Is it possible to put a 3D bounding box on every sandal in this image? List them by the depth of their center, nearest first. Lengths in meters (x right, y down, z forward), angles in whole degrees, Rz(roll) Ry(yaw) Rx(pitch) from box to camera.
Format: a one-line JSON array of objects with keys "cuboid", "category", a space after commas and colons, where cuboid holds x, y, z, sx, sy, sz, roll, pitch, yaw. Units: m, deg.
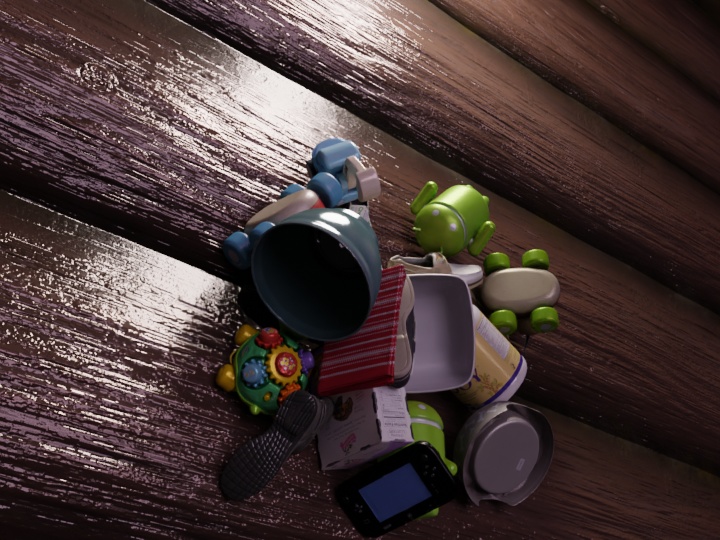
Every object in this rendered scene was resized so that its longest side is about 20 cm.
[{"cuboid": [0.238, 0.091, 1.674, 0.200, 0.054, 0.081, 49, 32, -27], "category": "sandal"}]

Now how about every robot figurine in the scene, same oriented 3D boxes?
[{"cuboid": [0.086, 0.312, 1.376, 0.175, 0.115, 0.202, 35, 44, -42], "category": "robot figurine"}, {"cuboid": [0.188, -0.101, 1.683, 0.175, 0.116, 0.200, 38, 45, 16], "category": "robot figurine"}]

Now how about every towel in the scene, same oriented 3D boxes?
[{"cuboid": [0.003, 0.093, 1.258, 0.022, 0.143, 0.202, 41, 45, -39], "category": "towel"}]

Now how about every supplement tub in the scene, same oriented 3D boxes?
[{"cuboid": [0.201, 0.155, 1.539, 0.200, 0.145, 0.146, 45, 46, -9], "category": "supplement tub"}]

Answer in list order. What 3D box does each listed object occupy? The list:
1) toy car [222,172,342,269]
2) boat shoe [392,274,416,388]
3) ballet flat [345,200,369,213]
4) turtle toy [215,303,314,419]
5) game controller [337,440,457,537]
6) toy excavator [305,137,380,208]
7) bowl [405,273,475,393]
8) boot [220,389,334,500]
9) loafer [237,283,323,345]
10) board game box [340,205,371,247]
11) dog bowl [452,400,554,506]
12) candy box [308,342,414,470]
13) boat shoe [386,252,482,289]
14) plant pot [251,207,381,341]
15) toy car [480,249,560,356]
[{"cuboid": [-0.094, -0.028, 1.398, 0.184, 0.176, 0.201, -45, 109, -34], "category": "toy car"}, {"cuboid": [0.054, 0.093, 1.296, 0.072, 0.063, 0.202, -6, 52, 8], "category": "boat shoe"}, {"cuboid": [-0.002, -0.140, 1.601, 0.066, 0.057, 0.202, 13, 58, -34], "category": "ballet flat"}, {"cuboid": [-0.130, 0.138, 1.297, 0.145, 0.101, 0.202, 33, 57, -20], "category": "turtle toy"}, {"cuboid": [0.056, 0.345, 1.281, 0.105, 0.199, 0.042, 59, 27, 8], "category": "game controller"}, {"cuboid": [-0.026, -0.178, 1.480, 0.099, 0.201, 0.196, -20, 69, -11], "category": "toy excavator"}, {"cuboid": [0.099, 0.109, 1.427, 0.197, 0.075, 0.203, -3, 88, 2], "category": "bowl"}, {"cuboid": [-0.116, 0.272, 1.251, 0.068, 0.200, 0.131, 40, -4, 21], "category": "boot"}, {"cuboid": [-0.118, 0.071, 1.390, 0.199, 0.069, 0.071, 24, 23, -21], "category": "loafer"}, {"cuboid": [0.000, 0.000, 1.455, 0.201, 0.034, 0.127, 74, 26, -47], "category": "board game box"}, {"cuboid": [0.254, 0.329, 1.477, 0.198, 0.059, 0.203, -8, 109, -24], "category": "dog bowl"}, {"cuboid": [-0.006, 0.204, 1.325, 0.071, 0.167, 0.202, 9, 60, -37], "category": "candy box"}, {"cuboid": [0.146, 0.003, 1.576, 0.197, 0.075, 0.069, -6, 109, -15], "category": "boat shoe"}, {"cuboid": [-0.048, -0.013, 1.247, 0.201, 0.200, 0.134, 48, 40, -7], "category": "plant pot"}, {"cuboid": [0.327, 0.084, 1.680, 0.155, 0.201, 0.166, -5, 56, 7], "category": "toy car"}]
